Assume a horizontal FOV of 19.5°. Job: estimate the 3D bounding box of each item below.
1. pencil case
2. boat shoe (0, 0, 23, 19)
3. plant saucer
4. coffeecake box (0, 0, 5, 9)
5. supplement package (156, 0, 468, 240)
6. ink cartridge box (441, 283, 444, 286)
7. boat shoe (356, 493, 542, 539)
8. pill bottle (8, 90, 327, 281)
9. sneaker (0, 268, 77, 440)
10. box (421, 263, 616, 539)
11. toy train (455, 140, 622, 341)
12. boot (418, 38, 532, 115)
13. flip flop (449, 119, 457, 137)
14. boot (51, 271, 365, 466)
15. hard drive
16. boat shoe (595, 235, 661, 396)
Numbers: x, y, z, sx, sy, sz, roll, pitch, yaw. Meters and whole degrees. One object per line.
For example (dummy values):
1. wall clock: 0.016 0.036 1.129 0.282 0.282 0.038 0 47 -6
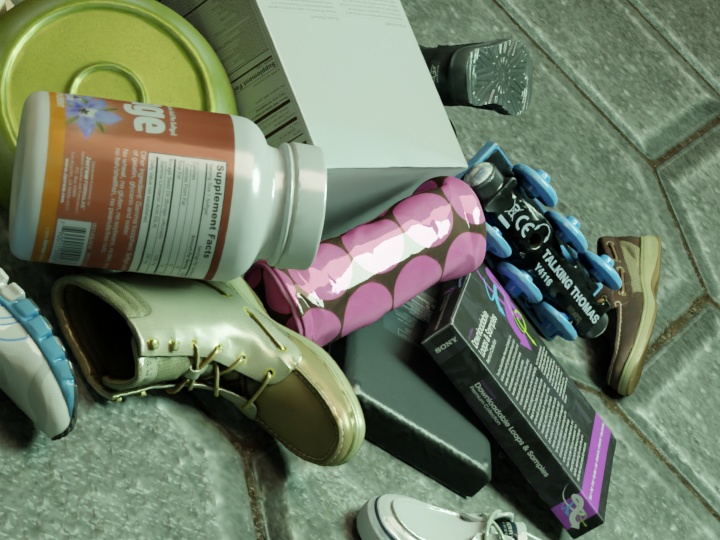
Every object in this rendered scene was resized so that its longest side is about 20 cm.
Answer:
1. pencil case: 0.000 0.000 1.551 0.200 0.094 0.091 -24 112 -36
2. boat shoe: -0.246 -0.202 1.515 0.200 0.063 0.074 -12 101 -31
3. plant saucer: -0.180 -0.114 1.470 0.199 0.031 0.201 5 71 -15
4. coffeecake box: -0.294 -0.150 1.361 0.073 0.154 0.200 36 29 -15
5. supplement package: -0.056 -0.135 1.609 0.191 0.147 0.201 -4 68 -53
6. ink cartridge box: 0.015 -0.059 1.764 0.200 0.037 0.095 48 28 4
7. boat shoe: 0.092 0.197 1.481 0.200 0.067 0.074 28 32 -27
8. pill bottle: -0.128 -0.052 1.387 0.199 0.112 0.112 6 40 -14
9. sneaker: -0.251 0.030 1.285 0.087 0.075 0.200 -35 86 -28
10. box: 0.127 0.096 1.642 0.200 0.036 0.143 54 21 -11
11. toy train: 0.132 -0.021 1.732 0.200 0.087 0.114 49 -12 -32
12. boot: 0.032 -0.173 1.815 0.165 0.199 0.066 2 92 -64
13. flip flop: 0.055 -0.114 1.821 0.081 0.058 0.200 42 4 -4
14. boot: -0.102 0.066 1.403 0.200 0.072 0.154 46 27 19
15. hard drive: 0.039 0.070 1.620 0.139 0.033 0.200 33 30 -20
16. boat shoe: 0.229 0.035 1.891 0.072 0.072 0.200 11 43 4
